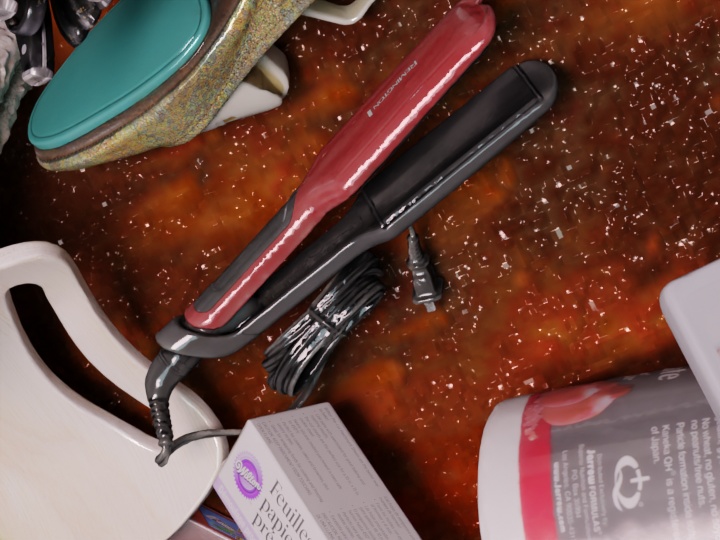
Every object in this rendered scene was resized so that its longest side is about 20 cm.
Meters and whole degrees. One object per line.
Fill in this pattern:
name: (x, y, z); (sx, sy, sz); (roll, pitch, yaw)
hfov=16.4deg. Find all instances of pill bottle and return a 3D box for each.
pill bottle: (0.148, 0.082, 0.850); (0.199, 0.111, 0.111); (-11, 101, 16)

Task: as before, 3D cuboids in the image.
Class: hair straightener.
hair straightener: (0.000, 0.000, 0.887); (0.077, 0.041, 0.200); (39, 96, -28)

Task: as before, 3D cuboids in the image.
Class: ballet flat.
ballet flat: (-0.036, -0.096, 0.882); (0.071, 0.071, 0.200); (44, 111, 0)

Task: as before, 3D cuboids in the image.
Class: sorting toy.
sorting toy: (-0.151, 0.073, 0.917); (0.180, 0.107, 0.200); (-32, 120, 13)

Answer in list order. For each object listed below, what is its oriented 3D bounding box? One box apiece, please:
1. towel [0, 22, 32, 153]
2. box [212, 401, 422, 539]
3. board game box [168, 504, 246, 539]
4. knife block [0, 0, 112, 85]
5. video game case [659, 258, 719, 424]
towel: (-0.199, -0.020, 0.875); (0.132, 0.201, 0.035); (-2, 135, 16)
box: (0.017, 0.134, 0.866); (0.200, 0.041, 0.039); (54, 134, 28)
board game box: (-0.018, 0.168, 0.962); (0.199, 0.019, 0.103); (26, 107, 7)
knife block: (-0.145, -0.160, 0.825); (0.200, 0.176, 0.064); (45, 130, 0)
video game case: (0.217, 0.055, 0.773); (0.181, 0.024, 0.201); (-25, 72, -3)
